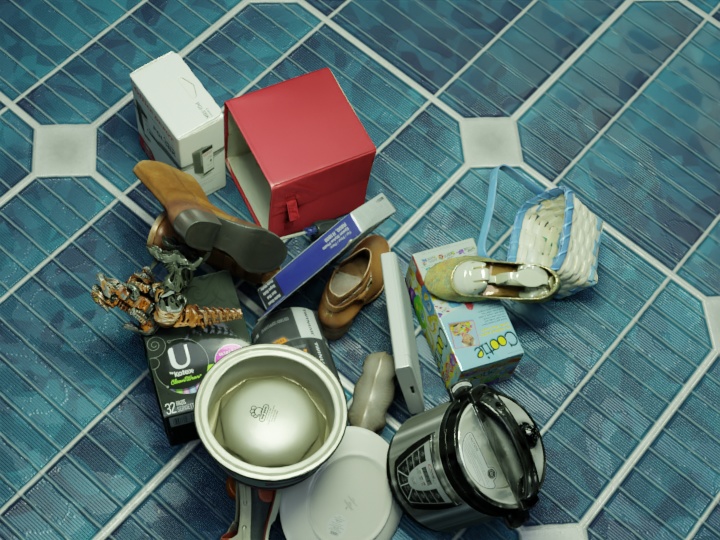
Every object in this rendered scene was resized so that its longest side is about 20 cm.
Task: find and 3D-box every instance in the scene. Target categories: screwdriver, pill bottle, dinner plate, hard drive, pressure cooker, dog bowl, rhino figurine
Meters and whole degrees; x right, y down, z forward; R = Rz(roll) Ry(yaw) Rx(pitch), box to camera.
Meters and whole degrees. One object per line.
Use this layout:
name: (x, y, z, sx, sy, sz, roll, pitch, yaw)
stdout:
screwdriver: (-0.093, -0.056, 1.790, 0.200, 0.029, 0.028, -16, 82, -56)
pill bottle: (-0.082, 0.160, 1.679, 0.106, 0.106, 0.200, -14, 56, -13)
dinner plate: (-0.018, 0.315, 1.603, 0.200, 0.024, 0.200, -1, 92, -30)
hard drive: (0.062, 0.091, 1.712, 0.027, 0.132, 0.200, -12, 53, 6)
pressure cooker: (0.152, 0.254, 1.591, 0.176, 0.200, 0.179, 33, 53, -22)
dog bowl: (-0.119, 0.199, 1.538, 0.200, 0.074, 0.200, 4, 56, -5)
rhino figurine: (0.011, 0.207, 1.687, 0.060, 0.087, 0.200, 15, 69, 5)

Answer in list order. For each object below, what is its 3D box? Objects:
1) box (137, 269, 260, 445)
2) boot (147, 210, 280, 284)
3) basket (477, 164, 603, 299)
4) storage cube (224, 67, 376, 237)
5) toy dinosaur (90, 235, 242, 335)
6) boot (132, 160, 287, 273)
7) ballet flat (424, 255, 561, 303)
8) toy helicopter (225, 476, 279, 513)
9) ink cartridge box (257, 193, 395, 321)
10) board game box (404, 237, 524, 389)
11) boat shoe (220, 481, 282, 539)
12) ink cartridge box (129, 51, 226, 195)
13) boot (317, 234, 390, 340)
box: (-0.232, 0.125, 1.686, 0.148, 0.124, 0.200, -13, 64, -12)
boot: (-0.212, -0.031, 1.728, 0.155, 0.200, 0.074, 28, 102, 17)
basket: (0.271, -0.051, 1.807, 0.200, 0.139, 0.176, 31, 58, -26)
storage cube: (-0.098, -0.178, 1.832, 0.180, 0.171, 0.200, -22, 66, -18)
toy dinosaur: (-0.266, 0.030, 1.618, 0.200, 0.102, 0.136, 11, 103, -20)
boot: (-0.216, -0.078, 1.684, 0.188, 0.069, 0.200, 10, 24, -37)
ballet flat: (0.195, 0.013, 1.700, 0.200, 0.071, 0.071, 4, 62, -6)
toy helicopter: (-0.082, 0.306, 1.649, 0.200, 0.079, 0.132, 40, 56, 3)
ink cartridge box: (-0.057, -0.023, 1.697, 0.041, 0.200, 0.200, 51, 24, 0)
board game box: (0.152, 0.070, 1.765, 0.105, 0.103, 0.200, -15, 65, -14)
boat shoe: (-0.155, 0.354, 1.563, 0.063, 0.071, 0.200, 11, 99, -20)
ink cartridge box: (-0.281, -0.217, 1.816, 0.083, 0.200, 0.147, -31, 69, -19)
boot: (0.000, 0.000, 1.757, 0.074, 0.155, 0.200, 22, 63, 6)
